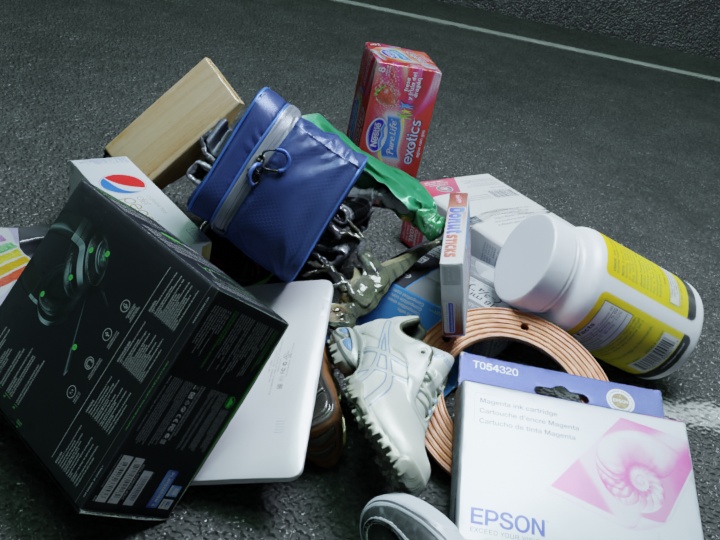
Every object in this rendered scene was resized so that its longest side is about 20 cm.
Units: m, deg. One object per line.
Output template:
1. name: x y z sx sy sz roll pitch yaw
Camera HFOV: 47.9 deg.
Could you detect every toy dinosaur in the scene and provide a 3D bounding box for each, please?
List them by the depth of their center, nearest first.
1. toy dinosaur: 0.000 0.000 0.814 0.087 0.048 0.200 32 44 19

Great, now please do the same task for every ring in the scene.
1. ring: 0.136 0.119 0.729 0.197 0.019 0.203 5 49 -5

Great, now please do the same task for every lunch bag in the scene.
1. lunch bag: -0.082 -0.081 0.748 0.131 0.137 0.200 33 0 -3

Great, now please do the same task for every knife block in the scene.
1. knife block: -0.238 -0.131 0.905 0.064 0.200 0.175 50 52 -2

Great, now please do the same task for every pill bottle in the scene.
1. pill bottle: 0.243 0.026 0.833 0.198 0.115 0.115 25 23 -21

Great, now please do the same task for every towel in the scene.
1. towel: -0.079 -0.094 0.933 0.198 0.086 0.166 30 12 4

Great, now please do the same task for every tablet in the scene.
1. tablet: -0.095 0.086 0.672 0.128 0.014 0.202 -6 43 14

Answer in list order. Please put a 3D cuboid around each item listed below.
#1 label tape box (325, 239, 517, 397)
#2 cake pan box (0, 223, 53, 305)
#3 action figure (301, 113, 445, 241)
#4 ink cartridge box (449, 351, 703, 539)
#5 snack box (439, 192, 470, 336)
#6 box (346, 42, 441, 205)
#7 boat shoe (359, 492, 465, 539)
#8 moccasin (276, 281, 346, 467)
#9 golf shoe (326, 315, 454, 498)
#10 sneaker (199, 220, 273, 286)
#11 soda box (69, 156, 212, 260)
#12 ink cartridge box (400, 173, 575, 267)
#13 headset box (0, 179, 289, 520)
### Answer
1. label tape box: 0.077 0.044 0.854 0.143 0.064 0.199 27 32 27
2. cake pan box: -0.284 0.020 0.781 0.181 0.053 0.201 0 31 -24
3. action figure: 0.020 -0.094 0.882 0.200 0.055 0.117 41 19 34
4. ink cartridge box: 0.172 0.153 0.662 0.193 0.044 0.202 10 48 -1
5. snack box: 0.096 -0.013 0.805 0.024 0.073 0.201 -2 23 10
6. box: 0.037 -0.201 1.132 0.094 0.203 0.100 6 29 -14
7. boat shoe: 0.047 0.225 0.513 0.067 0.074 0.200 5 35 -41
8. moccasin: -0.055 0.086 0.727 0.073 0.078 0.202 -24 42 -8
9. golf shoe: 0.035 0.094 0.659 0.096 0.079 0.201 -23 32 -1
10. sneaker: -0.134 -0.022 0.871 0.075 0.085 0.201 15 28 6
11. soda box: -0.220 -0.041 0.790 0.063 0.069 0.200 -10 35 -37
12. ink cartridge box: 0.168 -0.039 1.013 0.143 0.086 0.200 -11 35 -34
13. headset box: -0.185 0.053 0.614 0.199 0.176 0.093 32 -1 34
